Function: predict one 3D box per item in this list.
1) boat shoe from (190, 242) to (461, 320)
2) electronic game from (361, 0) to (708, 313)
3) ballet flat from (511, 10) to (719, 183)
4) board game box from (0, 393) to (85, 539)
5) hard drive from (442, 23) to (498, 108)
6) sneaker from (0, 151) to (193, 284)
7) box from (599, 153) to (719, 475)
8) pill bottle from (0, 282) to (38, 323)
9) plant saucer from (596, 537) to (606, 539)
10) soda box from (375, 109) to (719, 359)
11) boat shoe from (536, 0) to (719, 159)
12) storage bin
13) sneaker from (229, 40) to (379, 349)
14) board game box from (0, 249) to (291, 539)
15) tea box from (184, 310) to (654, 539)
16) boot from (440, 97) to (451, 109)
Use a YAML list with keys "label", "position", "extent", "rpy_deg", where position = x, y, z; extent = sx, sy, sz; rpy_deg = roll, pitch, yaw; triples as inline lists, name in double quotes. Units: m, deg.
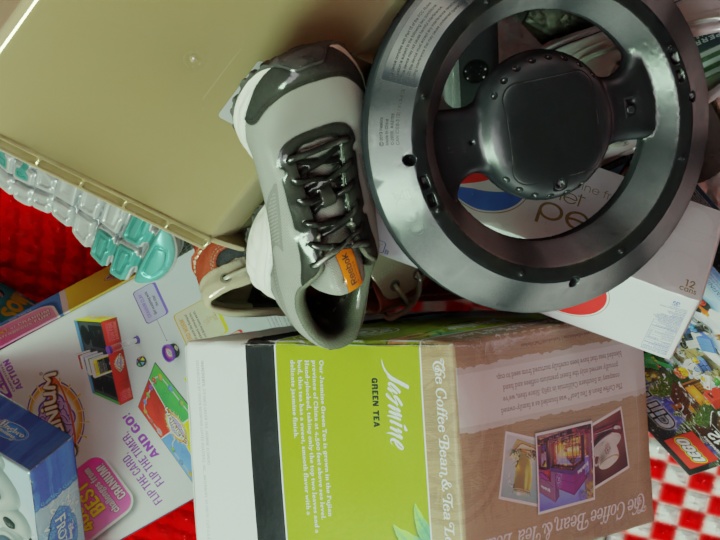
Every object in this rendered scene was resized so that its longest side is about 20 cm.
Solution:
- label: "boat shoe"
  position: [0.000, 0.000, 1.599]
  extent: [0.200, 0.063, 0.071]
  rpy_deg: [4, 135, -16]
- label: "electronic game"
  position: [0.094, -0.077, 1.452]
  extent: [0.200, 0.042, 0.200]
  rpy_deg: [-4, 100, -23]
- label: "ballet flat"
  position: [0.139, -0.128, 1.584]
  extent: [0.200, 0.046, 0.067]
  rpy_deg: [42, 116, -17]
- label: "board game box"
  position: [-0.252, 0.139, 1.693]
  extent: [0.200, 0.043, 0.199]
  rpy_deg: [28, 139, 28]
- label: "hard drive"
  position: [0.045, -0.209, 1.503]
  extent: [0.033, 0.140, 0.200]
  rpy_deg: [-8, 121, -7]
- label: "sneaker"
  position: [-0.160, -0.070, 1.685]
  extent: [0.200, 0.091, 0.078]
  rpy_deg: [42, 132, 22]
- label: "box"
  position: [0.186, 0.026, 1.637]
  extent: [0.200, 0.038, 0.137]
  rpy_deg: [47, 140, -14]
- label: "pill bottle"
  position: [-0.221, 0.075, 1.773]
  extent: [0.200, 0.111, 0.111]
  rpy_deg: [29, 124, -2]
- label: "plant saucer"
  position: [0.058, 0.158, 1.776]
  extent: [0.200, 0.050, 0.200]
  rpy_deg: [7, 123, 12]
- label: "soda box"
  position: [0.095, -0.024, 1.537]
  extent: [0.200, 0.068, 0.064]
  rpy_deg: [20, 145, 1]
- label: "boat shoe"
  position: [0.142, -0.102, 1.533]
  extent: [0.200, 0.067, 0.074]
  rpy_deg: [-34, 110, 22]
- label: "storage bin"
  position: [-0.093, -0.136, 1.470]
  extent: [0.198, 0.094, 0.200]
  rpy_deg: [26, 117, -27]
- label: "sneaker"
  position: [-0.019, -0.040, 1.452]
  extent: [0.074, 0.079, 0.200]
  rpy_deg: [-20, 140, -15]
- label: "board game box"
  position: [-0.130, 0.070, 1.708]
  extent: [0.200, 0.040, 0.153]
  rpy_deg: [-28, 111, -14]
- label: "tea box"
  position: [0.037, 0.095, 1.601]
  extent: [0.197, 0.200, 0.134]
  rpy_deg: [0, 94, 37]
- label: "boot"
  position: [0.014, -0.045, 1.655]
  extent: [0.200, 0.074, 0.096]
  rpy_deg: [-15, 145, 5]
